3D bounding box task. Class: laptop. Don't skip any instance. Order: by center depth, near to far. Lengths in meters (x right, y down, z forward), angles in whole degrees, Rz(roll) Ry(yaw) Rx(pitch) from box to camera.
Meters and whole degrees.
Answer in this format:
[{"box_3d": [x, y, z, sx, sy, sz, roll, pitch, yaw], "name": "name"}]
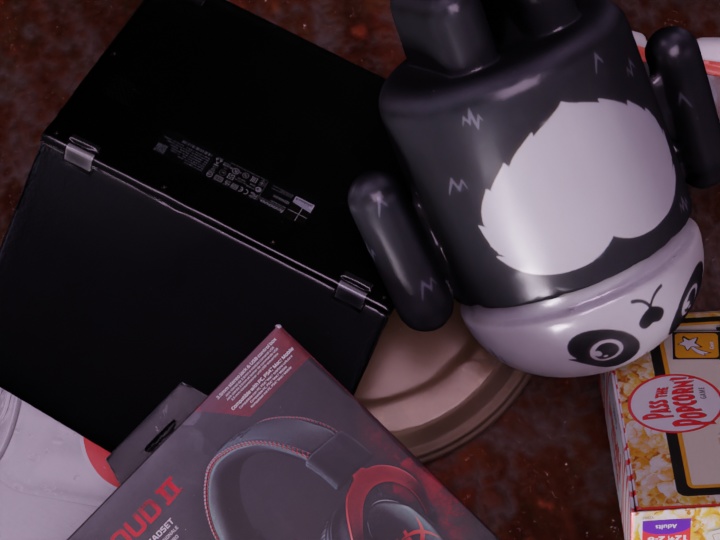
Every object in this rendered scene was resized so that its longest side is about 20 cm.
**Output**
[{"box_3d": [-0.067, -0.010, 1.139, 0.186, 0.116, 0.201, 27, 54, 6], "name": "laptop"}]

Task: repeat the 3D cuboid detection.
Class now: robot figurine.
[{"box_3d": [0.083, -0.048, 1.063, 0.149, 0.125, 0.201, -14, 109, 24], "name": "robot figurine"}]

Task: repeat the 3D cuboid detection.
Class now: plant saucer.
[{"box_3d": [0.000, 0.000, 1.154, 0.198, 0.029, 0.202, 0, 80, 2], "name": "plant saucer"}]

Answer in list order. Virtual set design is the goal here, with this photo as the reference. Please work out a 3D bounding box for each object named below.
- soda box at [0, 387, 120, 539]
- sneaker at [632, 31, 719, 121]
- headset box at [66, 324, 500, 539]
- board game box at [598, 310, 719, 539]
[{"box_3d": [-0.132, 0.122, 1.106, 0.199, 0.063, 0.069, 31, 74, 0], "name": "soda box"}, {"box_3d": [0.120, -0.076, 1.141, 0.198, 0.077, 0.083, 5, 87, 3], "name": "sneaker"}, {"box_3d": [-0.028, 0.135, 1.022, 0.149, 0.075, 0.200, -44, 73, -7], "name": "headset box"}, {"box_3d": [0.216, 0.076, 1.078, 0.198, 0.152, 0.047, -3, 124, 2], "name": "board game box"}]
